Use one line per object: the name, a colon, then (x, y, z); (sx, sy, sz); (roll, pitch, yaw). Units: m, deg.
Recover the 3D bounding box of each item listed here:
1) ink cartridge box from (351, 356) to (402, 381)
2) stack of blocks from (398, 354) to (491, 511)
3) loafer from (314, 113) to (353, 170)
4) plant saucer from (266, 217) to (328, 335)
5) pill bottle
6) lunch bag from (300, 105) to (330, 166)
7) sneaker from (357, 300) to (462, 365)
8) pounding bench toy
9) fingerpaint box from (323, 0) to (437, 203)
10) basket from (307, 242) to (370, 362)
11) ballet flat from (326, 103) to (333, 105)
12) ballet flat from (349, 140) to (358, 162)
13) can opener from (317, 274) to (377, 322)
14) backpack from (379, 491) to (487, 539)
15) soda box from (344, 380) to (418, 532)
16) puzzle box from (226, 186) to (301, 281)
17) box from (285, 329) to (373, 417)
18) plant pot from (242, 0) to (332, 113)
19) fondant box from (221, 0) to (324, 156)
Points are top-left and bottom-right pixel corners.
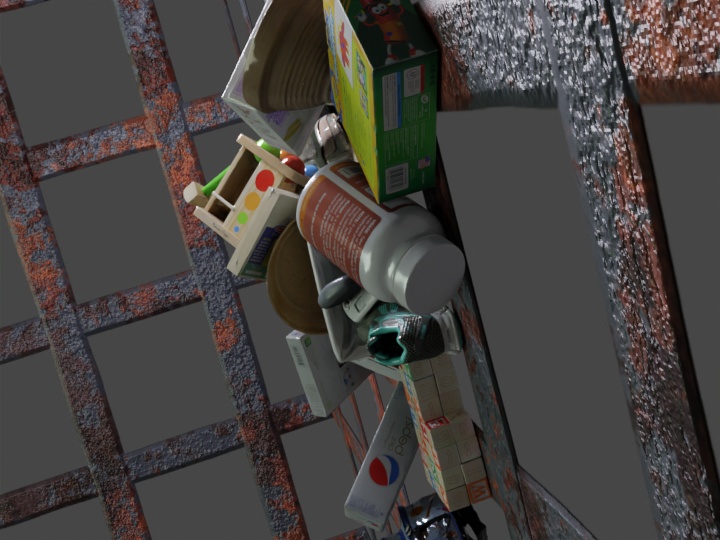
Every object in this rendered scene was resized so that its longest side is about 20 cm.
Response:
ink cartridge box: (0.030, 0.120, 1.572); (0.200, 0.108, 0.051); (130, 163, -80)
stack of blocks: (0.105, 0.194, 1.390); (0.115, 0.058, 0.203); (-140, 35, -76)
loafer: (-0.025, -0.184, 1.542); (0.072, 0.063, 0.201); (48, -162, -22)
plant saucer: (-0.051, -0.007, 1.538); (0.035, 0.198, 0.203); (34, 142, 55)
pill bottle: (0.023, -0.035, 1.191); (0.200, 0.111, 0.113); (39, 150, 42)
lunch bag: (-0.101, -0.238, 1.707); (0.200, 0.116, 0.166); (173, 78, -83)
sneaker: (0.037, 0.078, 1.318); (0.199, 0.090, 0.079); (-5, 103, 61)
pounding bench toy: (-0.163, -0.126, 1.603); (0.199, 0.157, 0.124); (35, -173, 28)
fingerpaint box: (0.021, -0.202, 1.114); (0.201, 0.072, 0.168); (86, 165, -54)
basket: (0.000, 0.000, 1.454); (0.124, 0.134, 0.203); (-121, 17, -67)
ballet flat: (-0.030, -0.245, 1.410); (0.200, 0.062, 0.070); (-137, 30, -75)
ballet flat: (0.030, -0.091, 1.324); (0.067, 0.067, 0.203); (19, 127, 62)
can opener: (0.018, -0.001, 1.314); (0.200, 0.066, 0.053); (-49, 64, 42)
backpack: (0.113, 0.418, 1.515); (0.191, 0.152, 0.202); (-100, -5, -62)
soda box: (0.044, 0.267, 1.537); (0.068, 0.063, 0.202); (90, -156, -66)
puzzle box: (-0.099, -0.045, 1.550); (0.025, 0.134, 0.199); (35, -168, 28)
box: (-0.027, 0.117, 1.700); (0.036, 0.200, 0.146); (4, 121, 41)
plant pot: (-0.050, -0.265, 1.262); (0.092, 0.202, 0.201); (29, 163, 7)
fondant box: (-0.101, -0.254, 1.433); (0.146, 0.058, 0.200); (-65, -17, -4)
